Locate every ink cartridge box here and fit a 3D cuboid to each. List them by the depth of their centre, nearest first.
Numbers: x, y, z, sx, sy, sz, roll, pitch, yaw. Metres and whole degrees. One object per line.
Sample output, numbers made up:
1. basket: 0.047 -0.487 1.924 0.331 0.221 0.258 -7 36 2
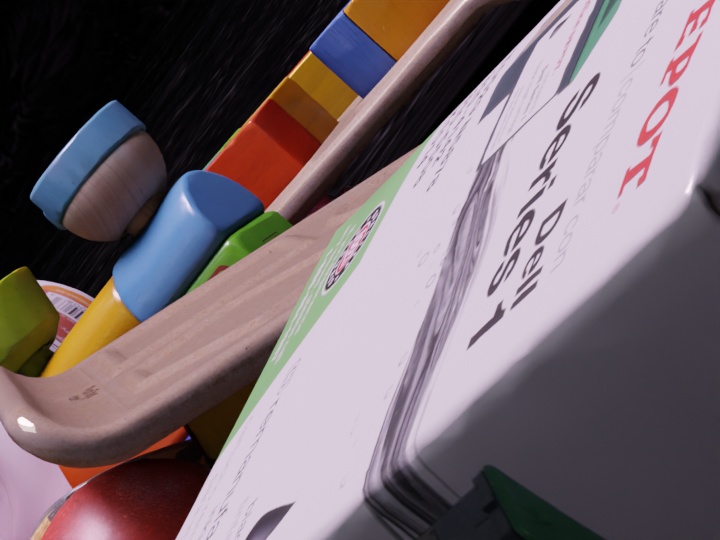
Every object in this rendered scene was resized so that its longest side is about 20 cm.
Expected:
1. ink cartridge box: 0.051 0.012 0.489 0.200 0.084 0.146 -47 13 47

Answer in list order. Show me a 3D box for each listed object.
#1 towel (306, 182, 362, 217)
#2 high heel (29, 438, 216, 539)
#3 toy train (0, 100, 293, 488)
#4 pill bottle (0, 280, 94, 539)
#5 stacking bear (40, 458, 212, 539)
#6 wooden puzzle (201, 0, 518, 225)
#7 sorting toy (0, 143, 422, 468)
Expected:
1. towel: -0.055 0.054 1.081 0.200 0.030 0.146 -56 8 -6
2. high heel: -0.059 0.134 0.765 0.200 0.071 0.143 -39 44 16
3. toy train: -0.091 0.049 0.960 0.200 0.116 0.085 -51 -6 24
4. pill bottle: -0.156 0.077 1.169 0.112 0.112 0.200 -53 -1 16
5. stacking bear: -0.079 0.132 0.689 0.200 0.114 0.121 -53 10 -23
6. wooden puzzle: 0.000 -0.071 1.049 0.200 0.046 0.185 -42 5 23
7. sorting toy: 0.000 0.000 0.761 0.200 0.037 0.185 -28 6 -8
